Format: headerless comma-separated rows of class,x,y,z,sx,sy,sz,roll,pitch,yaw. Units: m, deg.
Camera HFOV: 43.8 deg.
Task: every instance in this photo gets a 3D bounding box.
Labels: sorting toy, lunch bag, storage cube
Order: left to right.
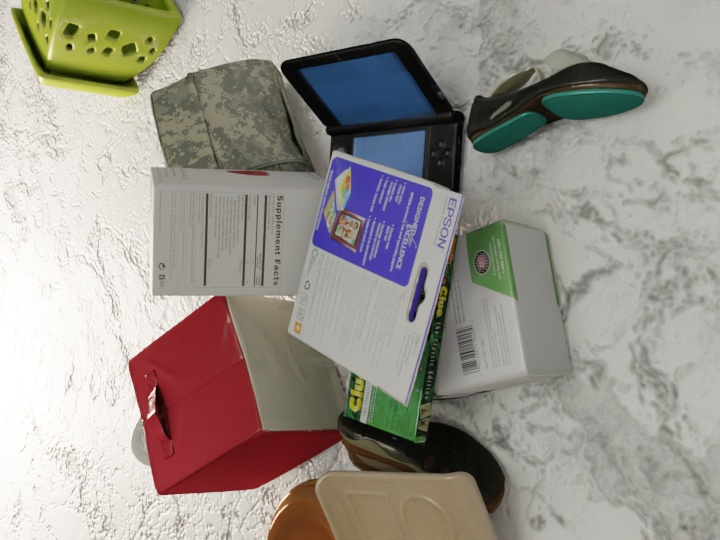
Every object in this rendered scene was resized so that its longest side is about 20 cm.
lunch bag,-0.153,-0.157,1.128,0.165,0.140,0.203,-24,60,8
storage cube,-0.139,0.147,1.060,0.178,0.198,0.174,-33,64,29
sorting toy,0.062,0.285,0.920,0.197,0.036,0.188,-12,106,40

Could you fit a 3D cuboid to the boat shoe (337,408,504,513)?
boat shoe,0.063,0.204,0.949,0.197,0.075,0.075,22,129,34

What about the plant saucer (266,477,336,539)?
plant saucer,-0.051,0.352,1.060,0.197,0.037,0.206,-4,84,43

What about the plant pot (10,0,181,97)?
plant pot,-0.421,-0.390,1.379,0.183,0.196,0.202,-54,54,33

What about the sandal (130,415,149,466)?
sandal,-0.245,0.199,1.255,0.203,0.050,0.083,-47,71,16

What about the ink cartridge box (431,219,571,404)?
ink cartridge box,0.098,0.052,0.910,0.198,0.083,0.150,-20,72,42

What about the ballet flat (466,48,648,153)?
ballet flat,0.181,-0.173,0.867,0.197,0.067,0.070,-12,70,42

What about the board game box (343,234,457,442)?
board game box,0.039,0.058,0.894,0.103,0.023,0.205,11,93,43

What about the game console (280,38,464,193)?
game console,0.005,-0.145,0.996,0.197,0.117,0.175,2,87,44

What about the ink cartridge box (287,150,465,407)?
ink cartridge box,0.019,0.003,0.874,0.198,0.043,0.203,25,103,48

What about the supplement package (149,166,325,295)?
supplement package,-0.134,-0.045,0.996,0.121,0.195,0.123,-137,49,-69
